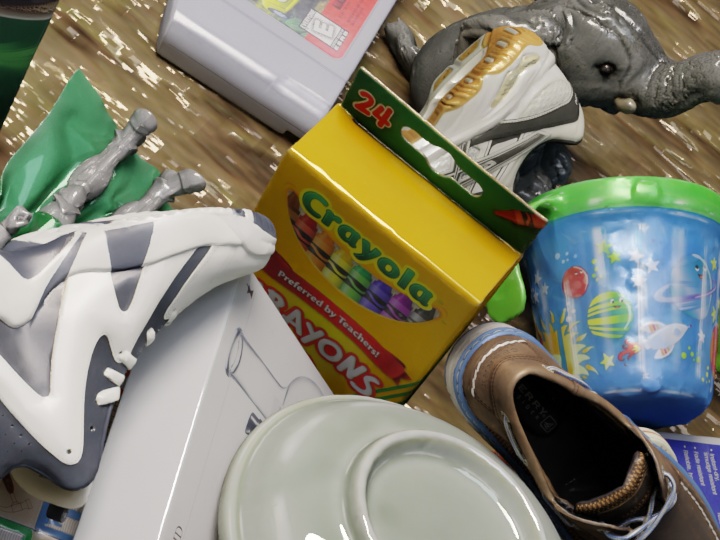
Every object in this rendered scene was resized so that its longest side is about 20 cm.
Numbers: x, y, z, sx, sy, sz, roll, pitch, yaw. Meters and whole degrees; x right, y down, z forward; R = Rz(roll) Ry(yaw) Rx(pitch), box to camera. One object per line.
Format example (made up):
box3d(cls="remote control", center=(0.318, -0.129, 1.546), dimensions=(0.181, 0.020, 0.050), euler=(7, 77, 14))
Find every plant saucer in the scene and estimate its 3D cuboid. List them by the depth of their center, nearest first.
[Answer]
box3d(cls="plant saucer", center=(0.032, 0.131, 0.756), dimensions=(0.200, 0.050, 0.200), euler=(22, 40, -19))

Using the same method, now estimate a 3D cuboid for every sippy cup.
box3d(cls="sippy cup", center=(0.162, 0.027, 0.989), dimensions=(0.178, 0.140, 0.130), euler=(0, 69, 1))

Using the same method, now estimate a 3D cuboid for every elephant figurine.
box3d(cls="elephant figurine", center=(0.126, -0.136, 1.014), dimensions=(0.155, 0.200, 0.142), euler=(12, 57, -21))

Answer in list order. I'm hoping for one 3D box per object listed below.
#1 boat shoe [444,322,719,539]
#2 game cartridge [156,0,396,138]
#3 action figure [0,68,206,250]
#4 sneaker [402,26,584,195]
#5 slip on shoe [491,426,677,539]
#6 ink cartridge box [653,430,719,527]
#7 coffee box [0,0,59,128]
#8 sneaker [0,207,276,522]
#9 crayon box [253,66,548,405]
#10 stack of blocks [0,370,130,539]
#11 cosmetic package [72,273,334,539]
box3d(cls="boat shoe", center=(0.124, 0.110, 0.835), dimensions=(0.200, 0.072, 0.072), euler=(40, 90, -20))
box3d(cls="game cartridge", center=(-0.048, -0.187, 1.061), dimensions=(0.133, 0.041, 0.200), euler=(30, 52, -4))
box3d(cls="action figure", center=(-0.159, 0.002, 0.794), dimensions=(0.118, 0.055, 0.200), euler=(50, 55, -16))
box3d(cls="sneaker", center=(0.046, -0.050, 0.951), dimensions=(0.088, 0.200, 0.076), euler=(47, 10, -22))
box3d(cls="slip on shoe", center=(0.077, 0.132, 0.898), dimensions=(0.200, 0.061, 0.074), euler=(-18, 107, -11))
box3d(cls="ink cartridge box", center=(0.212, 0.194, 0.960), dimensions=(0.200, 0.047, 0.198), euler=(10, 55, -25))
box3d(cls="coffee box", center=(-0.227, -0.126, 0.822), dimensions=(0.123, 0.200, 0.044), euler=(14, 57, -22))
box3d(cls="sneaker", center=(-0.123, 0.044, 0.736), dimensions=(0.199, 0.079, 0.130), euler=(-13, 98, -36))
box3d(cls="crayon box", center=(0.000, 0.000, 0.858), dimensions=(0.127, 0.200, 0.051), euler=(39, 51, 6))
box3d(cls="stack of blocks", center=(-0.153, 0.081, 0.824), dimensions=(0.115, 0.059, 0.200), euler=(23, 53, -14))
box3d(cls="cosmetic package", center=(-0.070, 0.118, 0.795), dimensions=(0.151, 0.052, 0.200), euler=(57, 36, -44))
